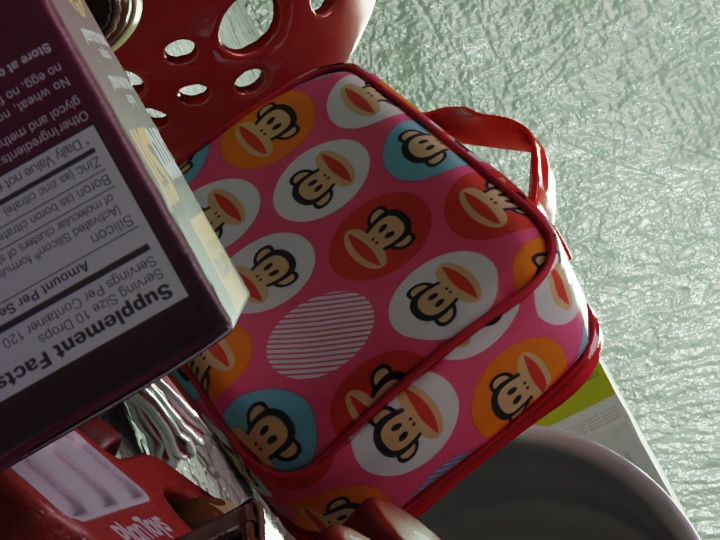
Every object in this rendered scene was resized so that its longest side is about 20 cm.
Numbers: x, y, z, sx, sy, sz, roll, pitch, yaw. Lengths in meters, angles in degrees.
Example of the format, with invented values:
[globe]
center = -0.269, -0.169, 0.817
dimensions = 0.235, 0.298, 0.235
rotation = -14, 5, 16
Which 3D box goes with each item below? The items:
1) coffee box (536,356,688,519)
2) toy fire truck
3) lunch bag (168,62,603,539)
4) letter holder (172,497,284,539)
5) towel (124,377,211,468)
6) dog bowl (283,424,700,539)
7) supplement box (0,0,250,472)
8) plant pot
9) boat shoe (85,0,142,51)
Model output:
[coffee box]
center = 0.091, 0.162, 1.285
dimensions = 0.200, 0.199, 0.198
rotation = 61, 5, -23
[toy fire truck]
center = -0.051, 0.106, 0.710
dimensions = 0.168, 0.112, 0.200
rotation = 41, 5, 6
[lunch bag]
center = 0.000, 0.000, 0.864
dimensions = 0.200, 0.176, 0.082
rotation = 47, -7, 47
[letter holder]
center = -0.019, 0.190, 0.557
dimensions = 0.201, 0.100, 0.142
rotation = 60, 7, -28
[towel]
center = -0.133, -0.020, 0.950
dimensions = 0.146, 0.030, 0.201
rotation = 53, 10, -53
[dog bowl]
center = 0.054, 0.167, 0.852
dimensions = 0.201, 0.199, 0.079
rotation = 65, 6, 33
[supplement box]
center = -0.116, -0.053, 0.597
dimensions = 0.201, 0.085, 0.110
rotation = 61, 1, -4
[plant pot]
center = -0.112, -0.183, 1.080
dimensions = 0.183, 0.200, 0.201
rotation = 45, 17, -55
[boat shoe]
center = -0.178, -0.169, 0.933
dimensions = 0.200, 0.072, 0.072
rotation = 50, 12, -6
